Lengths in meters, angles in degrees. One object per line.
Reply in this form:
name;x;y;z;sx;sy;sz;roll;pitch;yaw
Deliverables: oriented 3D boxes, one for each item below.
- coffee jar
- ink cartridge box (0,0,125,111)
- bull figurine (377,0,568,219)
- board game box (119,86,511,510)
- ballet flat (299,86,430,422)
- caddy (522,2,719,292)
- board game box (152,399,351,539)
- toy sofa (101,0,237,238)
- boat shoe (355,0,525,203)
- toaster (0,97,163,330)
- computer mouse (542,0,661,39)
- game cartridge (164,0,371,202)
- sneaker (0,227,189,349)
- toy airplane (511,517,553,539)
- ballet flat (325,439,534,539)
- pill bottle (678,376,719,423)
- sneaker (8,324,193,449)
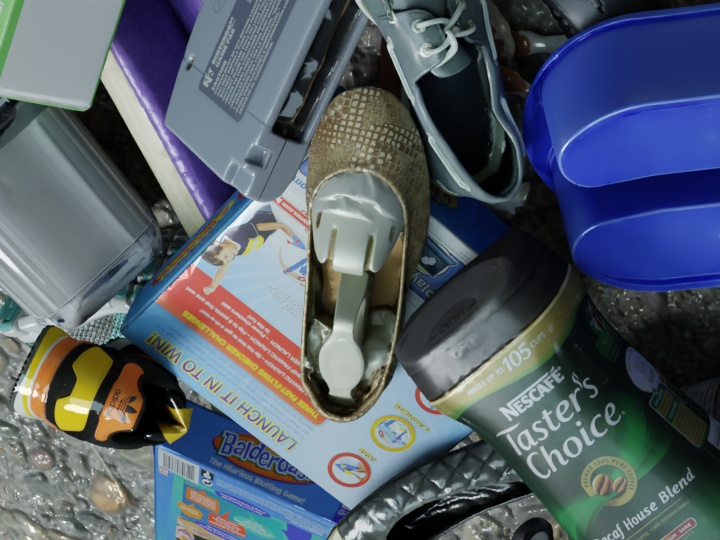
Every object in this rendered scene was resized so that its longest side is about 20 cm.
coffee jar;0.117;0.077;0.917;0.200;0.085;0.104;45;116;-6
ink cartridge box;-0.225;-0.196;0.973;0.200;0.084;0.146;28;104;34
bull figurine;0.055;-0.106;0.980;0.121;0.065;0.200;18;130;6
board game box;-0.004;0.025;1.005;0.200;0.056;0.196;40;120;-15
ballet flat;0.000;0.000;0.916;0.070;0.065;0.200;5;122;7
caddy;0.188;-0.072;0.914;0.200;0.105;0.142;-6;131;9
board game box;-0.071;0.186;1.192;0.152;0.045;0.200;23;144;10
toy sofa;-0.100;-0.113;1.036;0.097;0.083;0.200;-16;111;32
boat shoe;0.047;-0.122;0.882;0.062;0.073;0.200;43;154;52
toaster;-0.203;-0.042;1.071;0.129;0.114;0.200;49;171;-17
computer mouse;0.101;-0.190;0.914;0.059;0.034;0.200;-34;106;16
game cartridge;-0.041;-0.150;0.938;0.041;0.133;0.200;19;104;-29
sneaker;-0.151;0.031;1.166;0.200;0.078;0.091;-10;131;32
toy airplane;0.117;0.272;1.106;0.199;0.141;0.200;49;171;4
ballet flat;0.063;0.139;1.008;0.200;0.066;0.057;-30;63;17
pill bottle;0.229;0.117;1.007;0.200;0.113;0.113;-20;109;32
sneaker;-0.140;0.086;1.050;0.090;0.200;0.070;23;88;15
